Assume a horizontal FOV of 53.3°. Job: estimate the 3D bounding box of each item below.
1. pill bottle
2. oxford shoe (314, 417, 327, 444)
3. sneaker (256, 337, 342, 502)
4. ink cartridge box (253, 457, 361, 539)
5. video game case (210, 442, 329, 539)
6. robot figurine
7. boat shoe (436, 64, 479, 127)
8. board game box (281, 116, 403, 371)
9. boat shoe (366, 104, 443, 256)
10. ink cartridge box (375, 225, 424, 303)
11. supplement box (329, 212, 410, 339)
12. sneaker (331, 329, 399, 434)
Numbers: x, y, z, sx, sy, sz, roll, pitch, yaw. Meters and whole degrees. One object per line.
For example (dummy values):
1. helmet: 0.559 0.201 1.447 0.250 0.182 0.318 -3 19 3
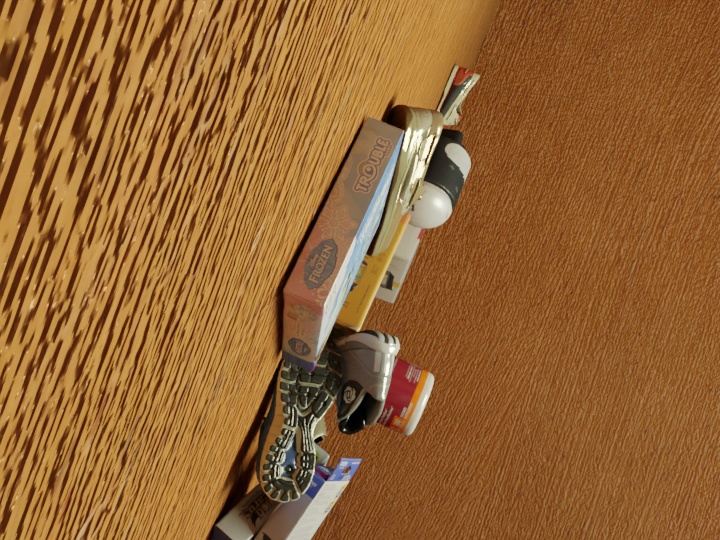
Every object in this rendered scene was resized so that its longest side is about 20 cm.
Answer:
1. pill bottle: 0.013 0.186 1.203 0.113 0.199 0.113 23 90 -86
2. oxford shoe: -0.081 0.228 1.092 0.071 0.075 0.200 108 7 -53
3. sneaker: -0.083 0.166 0.847 0.089 0.078 0.201 -23 -134 62
4. ink cartridge box: -0.078 0.307 0.888 0.200 0.042 0.119 -53 160 -5
5. video game case: -0.131 0.344 0.951 0.181 0.045 0.201 -36 153 -47
6. robot figurine: 0.134 -0.176 1.365 0.125 0.150 0.201 -15 -134 57
7. boat shoe: 0.212 -0.378 1.682 0.071 0.062 0.201 -63 176 -64
8. board game box: -0.022 -0.018 0.734 0.199 0.043 0.201 102 11 -66
9. boat shoe: 0.050 -0.102 0.876 0.071 0.064 0.201 61 -38 45
10. ink cartridge box: 0.085 -0.038 1.737 0.200 0.085 0.148 105 9 -56
11. supplement box: 0.000 0.000 0.968 0.069 0.066 0.200 112 3 -57
12. sneaker: -0.027 0.147 0.898 0.200 0.075 0.116 -27 -128 56
